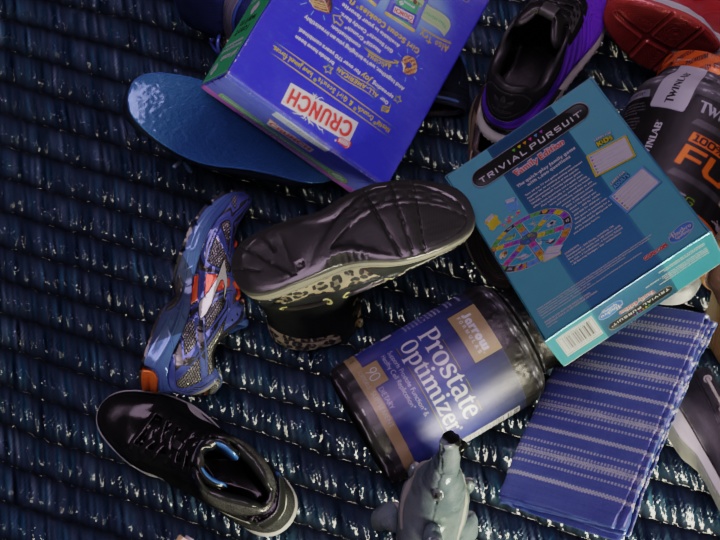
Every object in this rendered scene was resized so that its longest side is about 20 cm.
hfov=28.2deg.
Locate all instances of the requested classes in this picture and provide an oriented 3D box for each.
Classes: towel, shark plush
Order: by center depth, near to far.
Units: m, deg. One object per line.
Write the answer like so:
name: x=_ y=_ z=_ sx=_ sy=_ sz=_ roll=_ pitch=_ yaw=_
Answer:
shark plush: x=0.069 y=0.198 z=1.138 sx=0.090 sy=0.200 sz=0.084 roll=17 pitch=45 yaw=-8
towel: x=0.204 y=0.119 z=1.195 sx=0.144 sy=0.024 sz=0.201 roll=7 pitch=65 yaw=51

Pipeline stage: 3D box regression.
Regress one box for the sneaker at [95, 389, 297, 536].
sneaker: x=-0.143 y=0.146 z=1.204 sx=0.199 sy=0.112 sz=0.073 roll=28 pitch=74 yaw=13

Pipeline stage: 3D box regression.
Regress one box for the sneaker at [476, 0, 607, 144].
sneaker: x=0.166 y=-0.208 z=1.241 sx=0.069 sy=0.100 sz=0.201 roll=24 pitch=70 yaw=14

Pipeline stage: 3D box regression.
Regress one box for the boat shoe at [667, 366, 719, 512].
boat shoe: x=0.313 y=0.171 z=1.183 sx=0.060 sy=0.074 sz=0.201 roll=-28 pitch=63 yaw=0

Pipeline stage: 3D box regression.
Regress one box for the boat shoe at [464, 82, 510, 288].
boat shoe: x=0.124 y=-0.084 z=1.282 sx=0.074 sy=0.073 sz=0.201 roll=-4 pitch=71 yaw=3

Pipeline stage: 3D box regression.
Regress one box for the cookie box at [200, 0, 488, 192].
cookie box: x=-0.012 y=-0.196 z=1.235 sx=0.171 sy=0.075 sz=0.201 roll=34 pitch=74 yaw=-17

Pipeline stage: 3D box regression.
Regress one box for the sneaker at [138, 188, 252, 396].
sneaker: x=-0.132 y=0.023 z=1.277 sx=0.078 sy=0.075 sz=0.201 roll=20 pitch=77 yaw=-5

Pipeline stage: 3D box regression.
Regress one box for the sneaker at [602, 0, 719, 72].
sneaker: x=0.306 y=-0.239 z=1.307 sx=0.199 sy=0.078 sz=0.116 roll=19 pitch=58 yaw=-24

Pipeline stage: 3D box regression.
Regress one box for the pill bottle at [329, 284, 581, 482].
pill bottle: x=0.084 y=0.083 z=1.208 sx=0.199 sy=0.112 sz=0.112 roll=-30 pitch=71 yaw=-5

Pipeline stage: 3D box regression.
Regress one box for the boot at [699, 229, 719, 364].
boot: x=0.347 y=0.052 z=1.147 sx=0.072 sy=0.200 sz=0.166 roll=-33 pitch=58 yaw=-15

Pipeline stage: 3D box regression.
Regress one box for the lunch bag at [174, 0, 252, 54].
lunch bag: x=-0.079 y=-0.280 z=1.333 sx=0.132 sy=0.136 sz=0.200 roll=33 pitch=76 yaw=15

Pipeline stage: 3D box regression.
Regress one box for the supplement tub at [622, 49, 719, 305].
supplement tub: x=0.270 y=-0.082 z=1.244 sx=0.122 sy=0.123 sz=0.201 roll=23 pitch=75 yaw=12

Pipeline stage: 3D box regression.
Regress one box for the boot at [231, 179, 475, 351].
boot: x=-0.001 y=-0.001 z=1.222 sx=0.202 sy=0.154 sz=0.074 roll=-17 pitch=66 yaw=-2

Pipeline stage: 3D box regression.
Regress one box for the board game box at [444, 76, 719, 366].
board game box: x=0.177 y=-0.043 z=1.162 sx=0.151 sy=0.047 sz=0.200 roll=-34 pitch=48 yaw=8

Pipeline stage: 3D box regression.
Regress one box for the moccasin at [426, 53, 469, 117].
moccasin: x=0.004 y=-0.157 z=1.315 sx=0.199 sy=0.081 sz=0.069 roll=-13 pitch=75 yaw=1

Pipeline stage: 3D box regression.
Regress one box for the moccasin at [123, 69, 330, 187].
moccasin: x=-0.119 y=-0.112 z=1.270 sx=0.199 sy=0.068 sz=0.081 roll=23 pitch=80 yaw=-20

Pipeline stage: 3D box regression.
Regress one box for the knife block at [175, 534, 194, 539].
knife block: x=-0.150 y=0.318 z=1.172 sx=0.199 sy=0.064 sz=0.176 roll=28 pitch=76 yaw=13

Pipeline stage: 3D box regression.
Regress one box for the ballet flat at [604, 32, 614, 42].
ballet flat: x=0.218 y=-0.281 z=1.344 sx=0.069 sy=0.071 sz=0.200 roll=-41 pitch=73 yaw=-4
